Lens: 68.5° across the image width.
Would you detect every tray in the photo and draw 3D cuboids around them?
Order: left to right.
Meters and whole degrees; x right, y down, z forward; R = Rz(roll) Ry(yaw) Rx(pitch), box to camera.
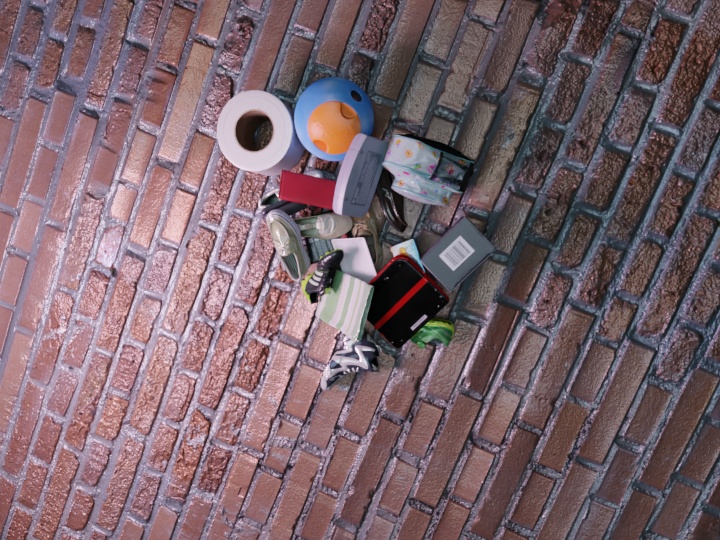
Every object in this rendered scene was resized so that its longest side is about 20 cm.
[{"bbox_3d":[0.000,0.000,1.395,0.107,0.022,0.201,-1,120,34],"label":"tray"}]

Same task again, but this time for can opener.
[{"bbox_3d":[-0.160,-0.169,1.389,0.199,0.053,0.067,-23,133,-15],"label":"can opener"}]

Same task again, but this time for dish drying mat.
[{"bbox_3d":[-0.110,-0.202,1.363,0.199,0.018,0.077,10,84,-14],"label":"dish drying mat"}]

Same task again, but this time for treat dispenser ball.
[{"bbox_3d":[-0.065,-0.377,1.323,0.200,0.201,0.202,1,95,9],"label":"treat dispenser ball"}]

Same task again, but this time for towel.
[{"bbox_3d":[-0.047,0.085,1.388,0.200,0.023,0.153,25,103,51],"label":"towel"}]

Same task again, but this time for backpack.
[{"bbox_3d":[0.149,-0.248,1.296,0.199,0.176,0.154,26,97,-17],"label":"backpack"}]

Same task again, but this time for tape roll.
[{"bbox_3d":[-0.255,-0.355,1.387,0.202,0.139,0.204,1,96,9],"label":"tape roll"}]

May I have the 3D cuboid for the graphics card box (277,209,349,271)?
[{"bbox_3d":[-0.131,-0.083,1.437,0.199,0.051,0.126,-17,93,9],"label":"graphics card box"}]

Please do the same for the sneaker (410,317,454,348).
[{"bbox_3d":[0.148,0.165,1.404,0.199,0.074,0.084,5,92,8],"label":"sneaker"}]

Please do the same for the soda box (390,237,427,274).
[{"bbox_3d":[0.144,0.017,1.396,0.068,0.064,0.201,-19,93,10],"label":"soda box"}]

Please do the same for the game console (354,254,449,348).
[{"bbox_3d":[0.100,0.078,1.350,0.177,0.031,0.200,44,110,-1],"label":"game console"}]

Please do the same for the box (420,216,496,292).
[{"bbox_3d":[0.238,-0.046,1.305,0.107,0.200,0.148,46,101,2],"label":"box"}]

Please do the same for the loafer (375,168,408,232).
[{"bbox_3d":[0.083,-0.196,1.380,0.071,0.073,0.201,-23,91,12],"label":"loafer"}]

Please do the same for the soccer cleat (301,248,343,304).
[{"bbox_3d":[-0.092,0.016,1.395,0.200,0.067,0.081,-47,62,44],"label":"soccer cleat"}]

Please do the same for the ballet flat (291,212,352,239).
[{"bbox_3d":[-0.122,-0.112,1.375,0.199,0.069,0.070,-5,94,10],"label":"ballet flat"}]

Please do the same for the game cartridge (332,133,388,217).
[{"bbox_3d":[-0.002,-0.232,1.304,0.040,0.133,0.201,25,104,27],"label":"game cartridge"}]

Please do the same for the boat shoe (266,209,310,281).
[{"bbox_3d":[-0.182,-0.062,1.347,0.072,0.062,0.201,-11,125,22],"label":"boat shoe"}]

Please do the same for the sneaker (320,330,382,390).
[{"bbox_3d":[-0.014,0.265,1.435,0.129,0.079,0.200,32,89,13],"label":"sneaker"}]

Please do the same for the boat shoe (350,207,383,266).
[{"bbox_3d":[0.012,-0.107,1.404,0.071,0.065,0.201,-21,92,10],"label":"boat shoe"}]

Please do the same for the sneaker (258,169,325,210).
[{"bbox_3d":[-0.185,-0.207,1.421,0.200,0.080,0.071,-28,89,9],"label":"sneaker"}]
